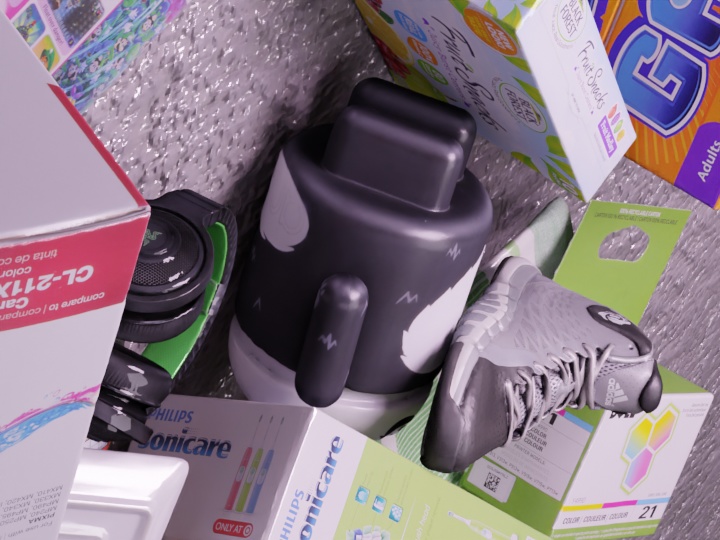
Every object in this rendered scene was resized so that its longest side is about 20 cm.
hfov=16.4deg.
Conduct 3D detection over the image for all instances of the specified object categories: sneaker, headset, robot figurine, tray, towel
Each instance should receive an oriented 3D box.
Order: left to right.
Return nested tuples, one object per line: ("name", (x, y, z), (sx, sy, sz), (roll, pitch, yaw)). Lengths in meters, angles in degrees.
("tray", (-0.183, 0.131, 1.195), (0.199, 0.022, 0.108), (9, 115, -30))
("headset", (-0.127, 0.022, 1.201), (0.124, 0.094, 0.200), (-69, 166, 19))
("robot figurine", (0.002, 0.000, 1.360), (0.150, 0.125, 0.201), (-7, 126, -41))
("towel", (0.067, 0.068, 1.518), (0.200, 0.023, 0.153), (-43, 145, -25))
("sneaker", (0.109, 0.060, 1.383), (0.200, 0.115, 0.075), (-57, 164, -57))

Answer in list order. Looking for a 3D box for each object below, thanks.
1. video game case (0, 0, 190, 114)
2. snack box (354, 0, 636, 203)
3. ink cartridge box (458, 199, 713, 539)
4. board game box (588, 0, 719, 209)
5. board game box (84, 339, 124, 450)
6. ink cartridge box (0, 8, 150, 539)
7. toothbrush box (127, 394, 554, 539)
("video game case", (-0.157, -0.120, 1.068), (0.182, 0.024, 0.200), (-49, 152, -18))
("snack box", (0.062, -0.127, 1.304), (0.053, 0.142, 0.200), (-52, 154, -10))
("ink cartridge box", (0.162, 0.064, 1.557), (0.148, 0.076, 0.201), (3, 114, -56))
("board game box", (0.206, -0.179, 1.432), (0.200, 0.200, 0.200), (-15, 131, -55))
("board game box", (-0.165, 0.078, 1.276), (0.105, 0.023, 0.201), (-30, 143, -40))
("ink cartridge box", (-0.172, 0.011, 1.008), (0.083, 0.146, 0.200), (-14, 140, -35))
("toothbrush box", (-0.017, 0.144, 1.367), (0.200, 0.145, 0.086), (33, 70, -37))
